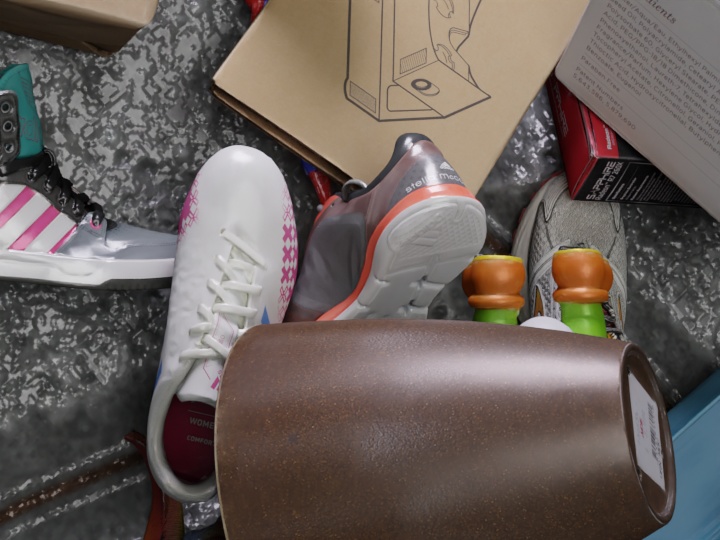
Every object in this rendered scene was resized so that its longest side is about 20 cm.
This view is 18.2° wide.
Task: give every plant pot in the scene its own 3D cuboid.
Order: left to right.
[{"bbox_3d":[0.054,0.101,1.155,0.199,0.187,0.188,-12,90,20],"label":"plant pot"}]

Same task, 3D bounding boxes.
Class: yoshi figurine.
[{"bbox_3d":[0.106,0.094,1.287,0.112,0.112,0.201,8,75,-43],"label":"yoshi figurine"}]

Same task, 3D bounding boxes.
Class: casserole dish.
[{"bbox_3d":[0.217,0.124,1.380,0.200,0.039,0.122,-36,124,-27],"label":"casserole dish"}]

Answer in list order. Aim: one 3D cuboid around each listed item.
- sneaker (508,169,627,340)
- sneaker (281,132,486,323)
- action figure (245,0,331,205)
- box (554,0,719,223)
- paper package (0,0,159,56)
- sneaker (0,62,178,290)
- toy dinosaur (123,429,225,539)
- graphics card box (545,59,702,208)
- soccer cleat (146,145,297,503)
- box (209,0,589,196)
[{"bbox_3d":[0.138,0.036,1.364,0.077,0.082,0.201,2,85,-18],"label":"sneaker"},{"bbox_3d":[0.000,0.000,1.269,0.077,0.200,0.082,9,46,-38],"label":"sneaker"},{"bbox_3d":[-0.033,-0.114,1.337,0.065,0.052,0.201,-12,85,-24],"label":"action figure"},{"bbox_3d":[0.261,-0.135,1.313,0.200,0.131,0.199,43,53,16],"label":"box"},{"bbox_3d":[-0.193,-0.242,1.265,0.190,0.103,0.201,13,83,-15],"label":"paper package"},{"bbox_3d":[-0.184,-0.055,1.269,0.199,0.084,0.121,7,94,-16],"label":"sneaker"},{"bbox_3d":[-0.115,0.231,1.293,0.182,0.105,0.200,-46,62,-2],"label":"toy dinosaur"},{"bbox_3d":[0.215,-0.100,1.389,0.199,0.051,0.126,2,55,-17],"label":"graphics card box"},{"bbox_3d":[-0.074,0.033,1.233,0.069,0.086,0.201,9,96,-5],"label":"soccer cleat"},{"bbox_3d":[0.030,-0.136,1.319,0.163,0.021,0.200,34,67,-2],"label":"box"}]
